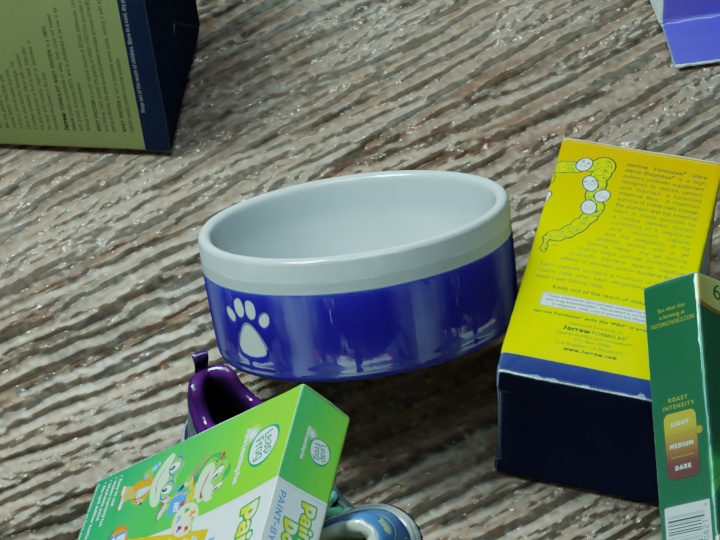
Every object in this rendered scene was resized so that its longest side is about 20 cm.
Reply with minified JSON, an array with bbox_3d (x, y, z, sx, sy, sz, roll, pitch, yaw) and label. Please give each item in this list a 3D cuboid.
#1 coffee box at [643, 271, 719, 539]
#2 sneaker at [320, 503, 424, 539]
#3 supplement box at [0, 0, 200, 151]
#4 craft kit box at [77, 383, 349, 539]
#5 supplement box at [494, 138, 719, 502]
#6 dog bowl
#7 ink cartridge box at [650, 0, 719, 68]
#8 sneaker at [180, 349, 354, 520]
[{"bbox_3d":[0.224,0.110,1.220,0.044,0.123,0.201,-21,61,42],"label":"coffee box"},{"bbox_3d":[-0.056,0.197,1.196,0.200,0.077,0.076,-39,74,0],"label":"sneaker"},{"bbox_3d":[-0.233,-0.204,1.492,0.199,0.201,0.135,2,49,7],"label":"supplement box"},{"bbox_3d":[-0.104,0.182,1.185,0.197,0.048,0.201,-25,37,38],"label":"craft kit box"},{"bbox_3d":[0.159,0.029,1.333,0.109,0.109,0.201,11,51,12],"label":"supplement box"},{"bbox_3d":[0.000,0.000,1.326,0.199,0.079,0.200,-8,16,2],"label":"dog bowl"},{"bbox_3d":[0.312,-0.250,1.603,0.197,0.044,0.201,-9,51,-4],"label":"ink cartridge box"},{"bbox_3d":[-0.049,0.135,1.269,0.074,0.088,0.200,-34,56,-23],"label":"sneaker"}]
